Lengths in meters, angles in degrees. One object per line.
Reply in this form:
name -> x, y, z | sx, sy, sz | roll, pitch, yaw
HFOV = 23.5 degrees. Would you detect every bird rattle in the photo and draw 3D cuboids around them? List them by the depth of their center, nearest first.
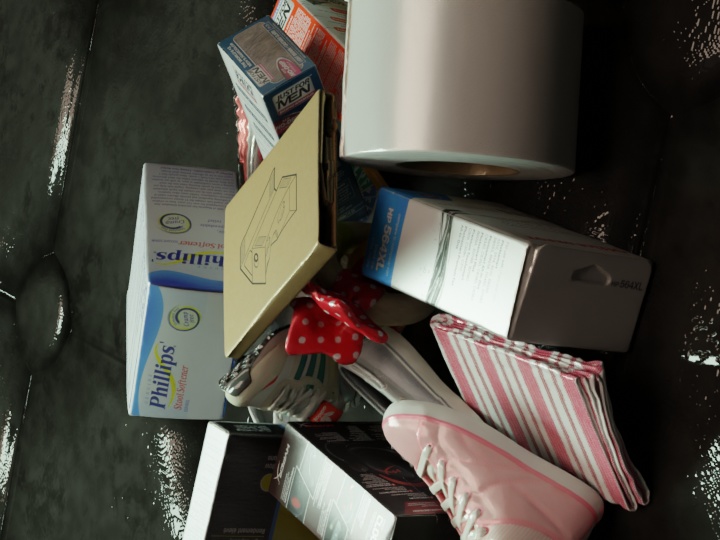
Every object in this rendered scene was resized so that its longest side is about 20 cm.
bird rattle -> 0.000, 0.000, 1.548 | 0.200, 0.162, 0.113 | -125, 43, -52

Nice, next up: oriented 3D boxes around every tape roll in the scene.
tape roll -> 0.087, -0.155, 1.467 | 0.202, 0.202, 0.140 | 0, 86, 52

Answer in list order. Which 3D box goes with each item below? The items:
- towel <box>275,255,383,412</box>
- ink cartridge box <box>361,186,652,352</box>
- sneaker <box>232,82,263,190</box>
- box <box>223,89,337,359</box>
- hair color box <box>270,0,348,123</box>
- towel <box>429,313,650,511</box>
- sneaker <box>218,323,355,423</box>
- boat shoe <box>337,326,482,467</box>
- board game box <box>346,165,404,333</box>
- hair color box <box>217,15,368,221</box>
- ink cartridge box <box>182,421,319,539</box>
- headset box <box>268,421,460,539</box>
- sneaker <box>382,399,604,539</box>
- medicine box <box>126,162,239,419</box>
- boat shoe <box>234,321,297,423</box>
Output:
towel -> -0.039, 0.032, 1.715 | 0.200, 0.034, 0.133 | 55, 140, 39
ink cartridge box -> 0.120, -0.002, 1.448 | 0.200, 0.146, 0.085 | 26, 105, 51
sneaker -> -0.087, -0.144, 1.794 | 0.074, 0.086, 0.201 | -98, 6, -65
box -> -0.072, -0.038, 1.516 | 0.200, 0.021, 0.164 | -46, 36, 48
hair color box -> 0.002, -0.193, 1.653 | 0.200, 0.111, 0.064 | 51, 124, 43
towel -> 0.148, 0.114, 1.436 | 0.200, 0.030, 0.147 | 20, 141, 51
sneaker -> -0.055, 0.104, 1.572 | 0.070, 0.200, 0.093 | -42, 84, 16
boat shoe -> 0.055, 0.138, 1.524 | 0.201, 0.071, 0.070 | 47, 162, 26
board game box -> 0.008, -0.035, 1.696 | 0.200, 0.030, 0.096 | 54, 126, 37
hair color box -> -0.061, -0.131, 1.632 | 0.100, 0.060, 0.200 | 50, 167, 42
ink cartridge box -> -0.072, 0.242, 1.622 | 0.047, 0.197, 0.201 | 23, 104, 51
headset box -> 0.035, 0.209, 1.528 | 0.200, 0.148, 0.075 | 34, 114, 48
sneaker -> 0.091, 0.188, 1.417 | 0.200, 0.105, 0.075 | 27, 151, 11
medicine box -> -0.183, 0.022, 1.787 | 0.200, 0.103, 0.183 | -100, 18, -49
boat shoe -> -0.099, 0.096, 1.781 | 0.074, 0.065, 0.200 | -54, 46, 34
